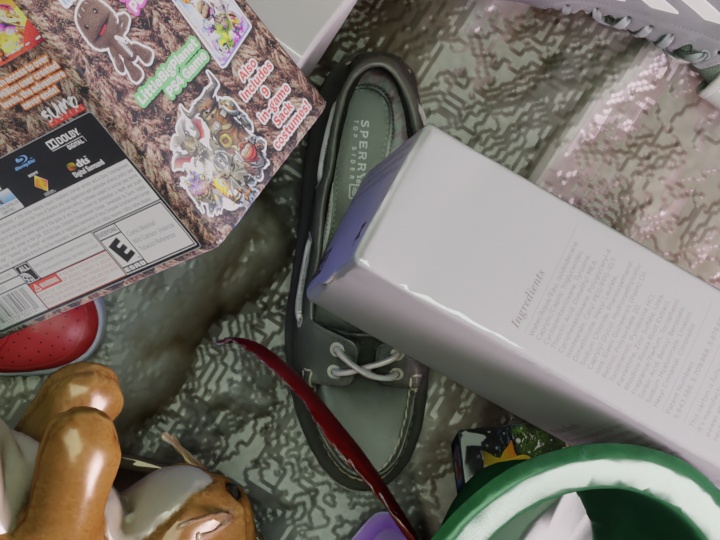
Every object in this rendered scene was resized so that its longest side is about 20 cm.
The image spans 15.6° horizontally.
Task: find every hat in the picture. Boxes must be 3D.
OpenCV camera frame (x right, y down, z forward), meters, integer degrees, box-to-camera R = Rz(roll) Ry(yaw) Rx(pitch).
[{"bbox_3d":[0.061,0.119,1.155,0.165,0.176,0.201,-20,113,-14],"label":"hat"}]

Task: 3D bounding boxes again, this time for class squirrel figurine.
[{"bbox_3d":[-0.145,0.134,1.108,0.186,0.142,0.201,24,99,-25],"label":"squirrel figurine"}]

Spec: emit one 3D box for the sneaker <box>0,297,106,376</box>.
[{"bbox_3d":[-0.209,-0.005,1.148,0.199,0.112,0.072,21,87,-2],"label":"sneaker"}]

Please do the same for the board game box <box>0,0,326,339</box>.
[{"bbox_3d":[-0.144,-0.092,1.081,0.200,0.159,0.097,51,47,-18],"label":"board game box"}]

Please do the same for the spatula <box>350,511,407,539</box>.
[{"bbox_3d":[0.064,0.195,1.198,0.200,0.021,0.057,43,82,-1],"label":"spatula"}]

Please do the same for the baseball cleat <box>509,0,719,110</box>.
[{"bbox_3d":[0.137,-0.117,1.193,0.199,0.070,0.107,-5,102,5],"label":"baseball cleat"}]

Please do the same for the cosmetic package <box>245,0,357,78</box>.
[{"bbox_3d":[-0.107,-0.139,1.151,0.200,0.108,0.085,36,46,-2],"label":"cosmetic package"}]

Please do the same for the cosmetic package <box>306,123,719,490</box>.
[{"bbox_3d":[0.086,0.022,1.120,0.199,0.102,0.074,31,75,-8],"label":"cosmetic package"}]

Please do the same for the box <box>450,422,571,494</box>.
[{"bbox_3d":[0.121,0.164,1.174,0.136,0.038,0.201,-6,77,-5],"label":"box"}]

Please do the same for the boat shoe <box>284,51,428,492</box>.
[{"bbox_3d":[0.000,0.000,1.186,0.066,0.057,0.201,2,87,-3],"label":"boat shoe"}]

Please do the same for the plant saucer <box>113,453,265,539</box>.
[{"bbox_3d":[-0.123,0.182,1.187,0.199,0.029,0.201,0,87,-3],"label":"plant saucer"}]
